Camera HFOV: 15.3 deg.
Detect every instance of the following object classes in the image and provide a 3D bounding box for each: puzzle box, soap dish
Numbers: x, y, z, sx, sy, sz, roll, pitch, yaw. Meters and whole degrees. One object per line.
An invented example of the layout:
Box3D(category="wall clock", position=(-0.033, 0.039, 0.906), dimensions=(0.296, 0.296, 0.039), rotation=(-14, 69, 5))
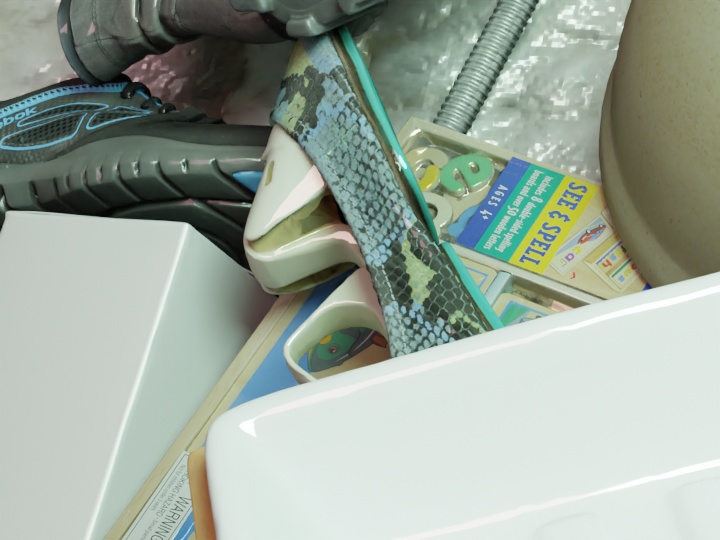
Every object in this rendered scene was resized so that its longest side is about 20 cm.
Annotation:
Box3D(category="puzzle box", position=(0.024, 0.046, 0.852), dimensions=(0.133, 0.025, 0.200), rotation=(21, 58, 23))
Box3D(category="soap dish", position=(0.061, 0.085, 0.705), dimensions=(0.199, 0.081, 0.158), rotation=(-15, 36, 0))

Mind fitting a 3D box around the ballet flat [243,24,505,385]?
Box3D(category="ballet flat", position=(0.000, 0.000, 0.833), dimensions=(0.074, 0.074, 0.200), rotation=(-32, 50, 5))

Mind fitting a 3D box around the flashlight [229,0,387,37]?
Box3D(category="flashlight", position=(0.040, -0.135, 0.903), dimensions=(0.068, 0.068, 0.200), rotation=(26, 35, 24))

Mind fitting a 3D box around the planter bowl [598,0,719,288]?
Box3D(category="planter bowl", position=(0.176, -0.076, 0.826), dimensions=(0.199, 0.135, 0.201), rotation=(-1, 55, 1))

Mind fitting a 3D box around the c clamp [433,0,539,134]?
Box3D(category="c clamp", position=(0.058, -0.058, 0.959), dimensions=(0.171, 0.027, 0.200), rotation=(29, 80, 30))

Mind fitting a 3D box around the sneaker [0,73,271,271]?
Box3D(category="sneaker", position=(-0.083, -0.041, 0.974), dimensions=(0.199, 0.073, 0.082), rotation=(0, 51, 26))

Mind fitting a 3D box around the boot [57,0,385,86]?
Box3D(category="boot", position=(-0.021, -0.144, 0.989), dimensions=(0.131, 0.070, 0.200), rotation=(-5, 29, 43))

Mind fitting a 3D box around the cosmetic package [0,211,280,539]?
Box3D(category="cosmetic package", position=(-0.090, 0.092, 0.898), dimensions=(0.085, 0.108, 0.201), rotation=(3, 66, 32))
